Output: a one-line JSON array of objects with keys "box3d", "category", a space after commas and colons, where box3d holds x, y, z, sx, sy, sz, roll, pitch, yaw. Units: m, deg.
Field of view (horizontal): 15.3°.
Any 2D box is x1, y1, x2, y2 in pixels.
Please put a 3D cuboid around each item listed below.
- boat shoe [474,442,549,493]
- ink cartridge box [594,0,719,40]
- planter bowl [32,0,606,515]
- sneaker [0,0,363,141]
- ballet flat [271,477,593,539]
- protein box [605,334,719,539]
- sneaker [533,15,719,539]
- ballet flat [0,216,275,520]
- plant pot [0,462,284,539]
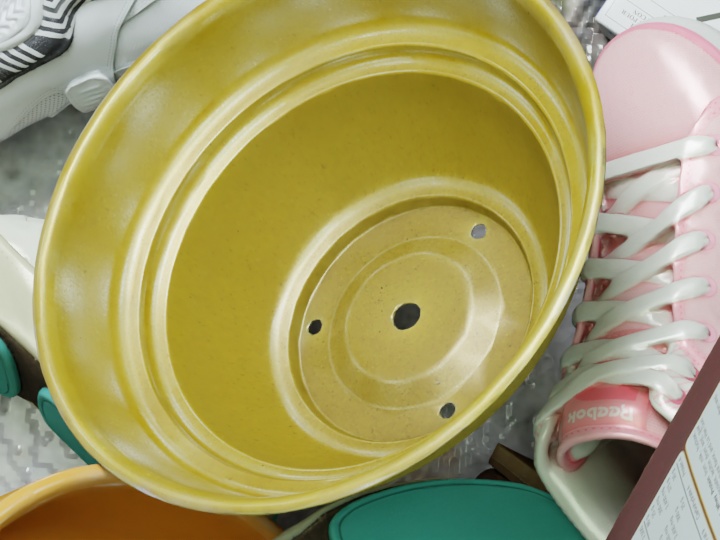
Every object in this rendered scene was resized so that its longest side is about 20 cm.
[{"box3d": [0.110, 0.141, 0.908, 0.200, 0.070, 0.070, 38, 95, 12], "category": "boat shoe"}, {"box3d": [0.189, -0.067, 0.924, 0.200, 0.044, 0.094, 35, 93, 8], "category": "ink cartridge box"}, {"box3d": [0.000, 0.000, 0.859, 0.200, 0.083, 0.201, -14, 57, 22], "category": "planter bowl"}, {"box3d": [-0.066, -0.079, 0.940, 0.115, 0.075, 0.200, 40, 120, -17], "category": "sneaker"}, {"box3d": [-0.013, 0.111, 0.819, 0.069, 0.199, 0.070, 11, 105, 47], "category": "ballet flat"}, {"box3d": [0.170, 0.136, 0.773, 0.198, 0.135, 0.201, 21, 113, -14], "category": "protein box"}, {"box3d": [0.100, 0.013, 0.864, 0.075, 0.104, 0.201, -17, 81, 38], "category": "sneaker"}, {"box3d": [-0.104, 0.025, 0.950, 0.200, 0.069, 0.070, 39, 92, 7], "category": "ballet flat"}, {"box3d": [-0.117, 0.181, 0.870, 0.183, 0.200, 0.201, -23, 82, 44], "category": "plant pot"}]
